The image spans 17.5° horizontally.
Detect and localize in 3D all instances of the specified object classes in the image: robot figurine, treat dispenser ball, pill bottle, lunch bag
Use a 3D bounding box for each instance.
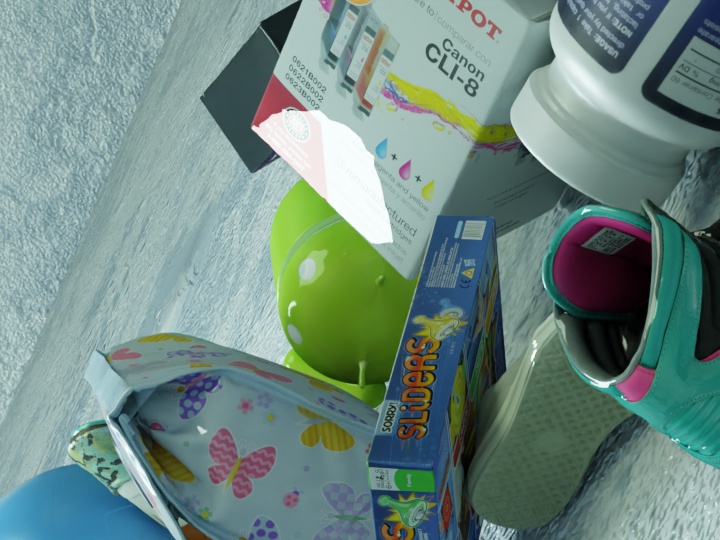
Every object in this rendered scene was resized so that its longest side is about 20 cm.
[{"bbox_3d":[0.000,0.000,1.538,0.200,0.115,0.176,-102,17,-66],"label":"robot figurine"},{"bbox_3d":[-0.181,0.233,1.612,0.201,0.200,0.201,-57,15,25],"label":"treat dispenser ball"},{"bbox_3d":[0.165,-0.134,1.168,0.200,0.115,0.116,-56,15,26],"label":"pill bottle"},{"bbox_3d":[-0.074,0.113,1.430,0.128,0.199,0.170,-64,14,-2],"label":"lunch bag"}]

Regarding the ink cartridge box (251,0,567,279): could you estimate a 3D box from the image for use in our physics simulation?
[{"bbox_3d":[0.059,-0.129,1.330,0.144,0.145,0.200,-25,-30,-43],"label":"ink cartridge box"}]

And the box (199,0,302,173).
[{"bbox_3d":[-0.005,-0.170,1.750,0.200,0.079,0.141,-33,-6,-29],"label":"box"}]

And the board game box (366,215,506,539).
[{"bbox_3d":[0.044,0.084,1.217,0.200,0.034,0.136,-72,-20,-51],"label":"board game box"}]

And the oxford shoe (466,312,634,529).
[{"bbox_3d":[0.108,0.048,1.144,0.058,0.075,0.200,-83,18,-47],"label":"oxford shoe"}]

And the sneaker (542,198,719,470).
[{"bbox_3d":[0.140,-0.003,1.010,0.084,0.120,0.201,-53,17,38],"label":"sneaker"}]

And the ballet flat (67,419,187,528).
[{"bbox_3d":[-0.106,0.142,1.558,0.074,0.199,0.075,-11,75,47],"label":"ballet flat"}]
